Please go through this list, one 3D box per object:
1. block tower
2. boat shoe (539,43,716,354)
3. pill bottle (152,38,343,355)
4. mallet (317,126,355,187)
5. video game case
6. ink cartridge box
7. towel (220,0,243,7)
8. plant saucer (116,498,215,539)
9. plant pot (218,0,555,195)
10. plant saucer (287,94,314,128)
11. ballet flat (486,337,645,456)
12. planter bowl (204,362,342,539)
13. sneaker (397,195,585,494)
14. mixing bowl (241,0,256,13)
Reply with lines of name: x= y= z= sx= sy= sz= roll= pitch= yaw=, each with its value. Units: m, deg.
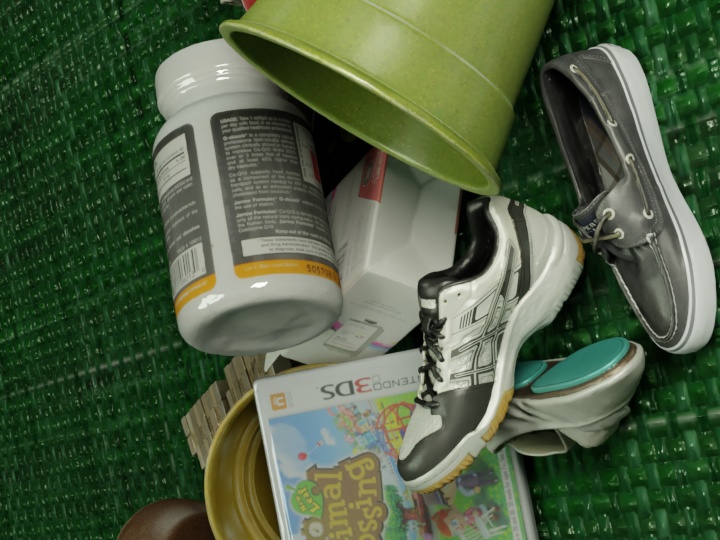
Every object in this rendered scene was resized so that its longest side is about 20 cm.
block tower: x=-0.088 y=0.107 z=1.756 sx=0.200 sy=0.058 sz=0.054 roll=-49 pitch=56 yaw=56
boat shoe: x=0.157 y=-0.043 z=1.273 sx=0.070 sy=0.066 sz=0.200 roll=-28 pitch=73 yaw=59
pill bottle: x=-0.083 y=-0.051 z=1.446 sx=0.116 sy=0.116 sz=0.200 roll=-45 pitch=49 yaw=55
mallet: x=-0.011 y=-0.116 z=1.581 sx=0.200 sy=0.041 sz=0.066 roll=-42 pitch=63 yaw=60
video game case: x=0.028 y=0.159 z=1.475 sx=0.022 sy=0.182 sz=0.200 roll=-1 pitch=-100 yaw=-76
ink cartridge box: x=0.000 y=0.000 z=1.518 sx=0.200 sy=0.067 sz=0.117 roll=136 pitch=148 yaw=-56
towel: x=-0.061 y=-0.247 z=1.499 sx=0.034 sy=0.193 sz=0.200 roll=-15 pitch=84 yaw=20
plant saucer: x=-0.114 y=0.272 z=1.720 sx=0.037 sy=0.200 sz=0.201 roll=-37 pitch=65 yaw=36
plant pot: x=0.045 y=-0.178 z=1.289 sx=0.200 sy=0.200 sz=0.190 roll=25 pitch=83 yaw=56
plant saucer: x=-0.064 y=-0.084 z=1.596 sx=0.200 sy=0.032 sz=0.201 roll=-171 pitch=90 yaw=-82
ballet flat: x=0.132 y=0.087 z=1.365 sx=0.200 sy=0.069 sz=0.070 roll=-17 pitch=83 yaw=59
planter bowl: x=-0.011 y=0.156 z=1.560 sx=0.083 sy=0.200 sz=0.201 roll=-52 pitch=-39 yaw=-75
sneaker: x=0.062 y=0.044 z=1.353 sx=0.200 sy=0.088 sz=0.076 roll=-63 pitch=23 yaw=-9
mixing bowl: x=-0.009 y=-0.236 z=1.425 sx=0.108 sy=0.200 sz=0.201 roll=-14 pitch=85 yaw=20
